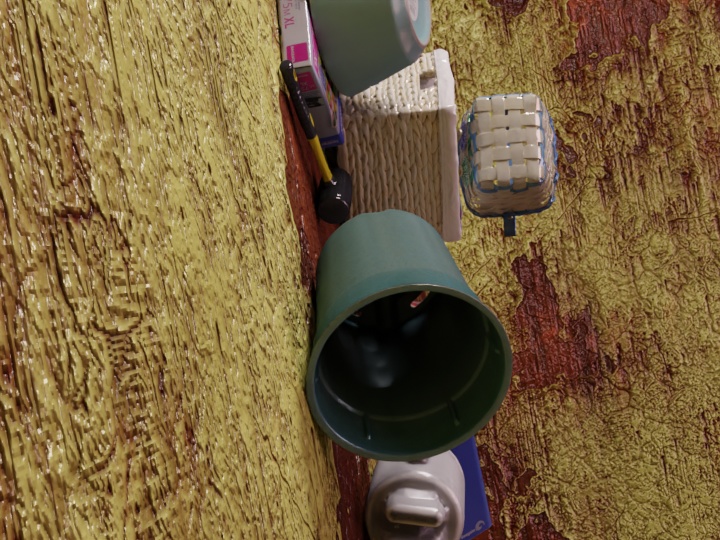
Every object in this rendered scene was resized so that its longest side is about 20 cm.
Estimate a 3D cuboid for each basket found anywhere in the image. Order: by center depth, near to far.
[{"bbox_3d":[0.052,-0.162,1.550,0.199,0.158,0.203,-89,173,-58],"label":"basket"},{"bbox_3d":[0.202,-0.155,1.594,0.200,0.136,0.180,47,41,-72],"label":"basket"}]

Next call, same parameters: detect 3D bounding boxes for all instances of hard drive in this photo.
[{"bbox_3d":[0.114,0.302,1.637,0.025,0.130,0.203,22,-49,56],"label":"hard drive"}]

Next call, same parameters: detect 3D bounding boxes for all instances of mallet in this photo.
[{"bbox_3d":[-0.052,-0.138,1.292,0.201,0.040,0.067,66,17,-45],"label":"mallet"}]

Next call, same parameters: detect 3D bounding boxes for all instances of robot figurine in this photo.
[{"bbox_3d":[0.064,0.263,1.335,0.200,0.111,0.173,-67,166,-76],"label":"robot figurine"}]

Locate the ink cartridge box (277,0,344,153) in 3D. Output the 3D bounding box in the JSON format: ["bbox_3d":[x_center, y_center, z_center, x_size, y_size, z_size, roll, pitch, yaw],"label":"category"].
[{"bbox_3d":[-0.054,-0.230,1.369,0.201,0.041,0.121,69,14,-63],"label":"ink cartridge box"}]

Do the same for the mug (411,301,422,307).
[{"bbox_3d":[0.093,0.124,1.566,0.199,0.131,0.181,11,89,-61],"label":"mug"}]

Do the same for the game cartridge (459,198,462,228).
[{"bbox_3d":[0.087,-0.121,1.789,0.201,0.127,0.039,72,14,-50],"label":"game cartridge"}]

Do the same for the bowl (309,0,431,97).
[{"bbox_3d":[0.021,-0.313,1.369,0.200,0.103,0.205,-4,90,-72],"label":"bowl"}]

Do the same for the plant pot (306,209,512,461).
[{"bbox_3d":[0.036,0.049,1.167,0.197,0.197,0.203,-102,178,-58],"label":"plant pot"}]
